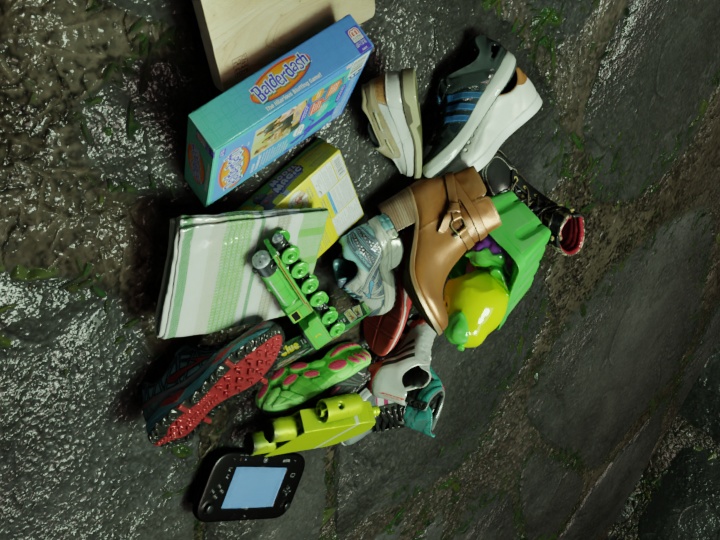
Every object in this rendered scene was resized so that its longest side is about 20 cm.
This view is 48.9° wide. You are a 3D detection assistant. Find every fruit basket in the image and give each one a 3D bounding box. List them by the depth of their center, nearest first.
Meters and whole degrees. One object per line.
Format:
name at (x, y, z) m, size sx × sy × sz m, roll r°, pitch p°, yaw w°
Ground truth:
fruit basket at (0.174, 0.013, 1.170) m, size 0.213 × 0.156 × 0.217 m, roll -33°, pitch 155°, yaw -17°

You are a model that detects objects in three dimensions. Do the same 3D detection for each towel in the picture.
towel at (-0.133, -0.002, 0.892) m, size 0.197 × 0.031 × 0.152 m, roll -9°, pitch 129°, yaw -41°

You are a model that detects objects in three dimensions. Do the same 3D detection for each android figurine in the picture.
android figurine at (-0.061, 0.218, 1.110) m, size 0.196 × 0.042 × 0.182 m, roll -4°, pitch 156°, yaw -37°

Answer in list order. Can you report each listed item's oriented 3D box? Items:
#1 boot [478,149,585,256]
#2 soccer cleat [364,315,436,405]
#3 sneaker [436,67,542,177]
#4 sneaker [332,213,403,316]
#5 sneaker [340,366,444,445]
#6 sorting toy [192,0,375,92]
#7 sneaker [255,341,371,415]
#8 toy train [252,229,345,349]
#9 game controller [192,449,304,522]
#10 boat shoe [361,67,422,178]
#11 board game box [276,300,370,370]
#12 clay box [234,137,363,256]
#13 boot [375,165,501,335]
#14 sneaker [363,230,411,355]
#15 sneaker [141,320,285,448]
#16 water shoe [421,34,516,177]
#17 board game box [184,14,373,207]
boot at (0.259, -0.103, 1.218) m, size 0.074 × 0.150 × 0.200 m, roll -49°, pitch 141°, yaw -6°
soccer cleat at (0.085, 0.139, 1.236) m, size 0.199 × 0.084 × 0.070 m, roll -38°, pitch 141°, yaw -45°
sneaker at (0.165, -0.208, 1.121) m, size 0.200 × 0.072 × 0.085 m, roll -46°, pitch 118°, yaw -11°
sneaker at (0.000, 0.000, 1.070) m, size 0.084 × 0.079 × 0.202 m, roll -18°, pitch 148°, yaw -14°
sneaker at (0.064, 0.233, 1.272) m, size 0.199 × 0.120 × 0.085 m, roll -39°, pitch 140°, yaw -20°
sorting toy at (-0.089, -0.308, 0.751) m, size 0.198 × 0.069 × 0.202 m, roll -34°, pitch 138°, yaw -25°
sneaker at (-0.061, 0.170, 1.126) m, size 0.197 × 0.076 × 0.086 m, roll -16°, pitch 124°, yaw -39°
toy train at (-0.072, 0.027, 0.925) m, size 0.056 × 0.042 × 0.201 m, roll -32°, pitch 141°, yaw -3°
game controller at (-0.158, 0.311, 1.150) m, size 0.198 × 0.042 × 0.106 m, roll 19°, pitch 102°, yaw -53°
boat shoe at (0.043, -0.181, 0.990) m, size 0.066 × 0.077 × 0.201 m, roll -4°, pitch 155°, yaw 7°
board game box at (-0.085, 0.103, 1.048) m, size 0.197 × 0.024 × 0.105 m, roll -26°, pitch 169°, yaw -34°
clay box at (-0.091, -0.050, 0.954) m, size 0.199 × 0.047 × 0.116 m, roll -42°, pitch 140°, yaw -16°
boot at (0.123, -0.030, 1.069) m, size 0.151 × 0.074 × 0.205 m, roll -22°, pitch 96°, yaw -7°
sneaker at (0.078, 0.029, 1.177) m, size 0.114 × 0.078 × 0.204 m, roll -7°, pitch 122°, yaw -43°
sneaker at (-0.181, 0.111, 0.926) m, size 0.198 × 0.096 × 0.080 m, roll -36°, pitch 144°, yaw 0°
water shoe at (0.127, -0.219, 1.057) m, size 0.202 × 0.078 × 0.071 m, roll -55°, pitch -178°, yaw -6°
board game box at (-0.088, -0.160, 0.812) m, size 0.199 × 0.045 × 0.152 m, roll -39°, pitch 177°, yaw -21°
